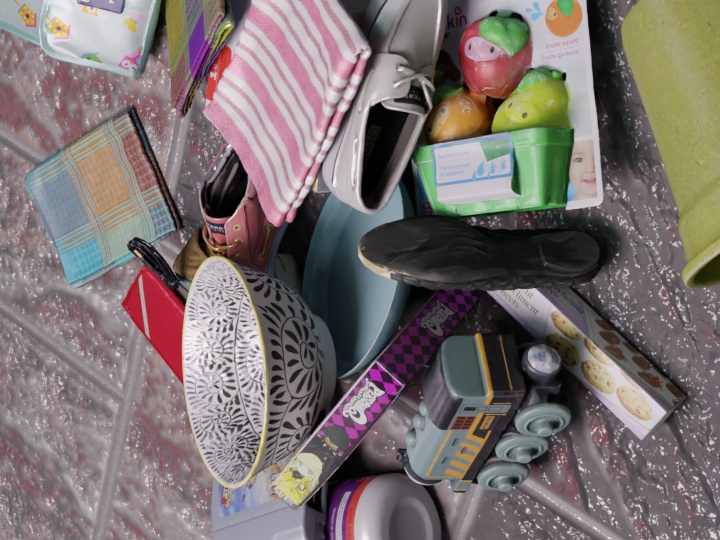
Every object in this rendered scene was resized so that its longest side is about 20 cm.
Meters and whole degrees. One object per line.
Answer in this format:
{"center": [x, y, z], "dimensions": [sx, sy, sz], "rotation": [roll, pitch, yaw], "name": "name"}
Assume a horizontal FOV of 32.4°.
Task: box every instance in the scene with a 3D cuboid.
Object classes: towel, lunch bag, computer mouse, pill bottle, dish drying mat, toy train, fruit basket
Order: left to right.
{"center": [-0.278, -0.303, 1.230], "dimensions": [0.200, 0.122, 0.171], "rotation": [31, 120, 19], "name": "lunch bag"}
{"center": [-0.288, -0.076, 1.369], "dimensions": [0.200, 0.022, 0.147], "rotation": [-24, 89, 39], "name": "towel"}
{"center": [-0.187, 0.088, 1.342], "dimensions": [0.200, 0.018, 0.077], "rotation": [49, 126, 15], "name": "dish drying mat"}
{"center": [-0.149, -0.242, 1.139], "dimensions": [0.200, 0.023, 0.144], "rotation": [136, 132, -62], "name": "towel"}
{"center": [-0.162, 0.043, 1.244], "dimensions": [0.200, 0.034, 0.059], "rotation": [43, 163, -13], "name": "computer mouse"}
{"center": [-0.064, -0.154, 1.014], "dimensions": [0.147, 0.030, 0.200], "rotation": [58, 138, 30], "name": "towel"}
{"center": [-0.027, 0.262, 1.211], "dimensions": [0.200, 0.112, 0.113], "rotation": [-15, 94, 39], "name": "pill bottle"}
{"center": [0.099, 0.123, 1.041], "dimensions": [0.200, 0.114, 0.085], "rotation": [111, 158, -53], "name": "toy train"}
{"center": [0.104, -0.142, 1.002], "dimensions": [0.185, 0.094, 0.201], "rotation": [-4, 97, 39], "name": "fruit basket"}

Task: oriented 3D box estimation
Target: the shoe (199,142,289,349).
{"center": [-0.122, -0.024, 1.161], "dimensions": [0.071, 0.091, 0.201], "rotation": [19, 88, 33], "name": "shoe"}

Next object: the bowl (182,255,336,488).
{"center": [-0.081, 0.086, 1.091], "dimensions": [0.201, 0.094, 0.201], "rotation": [10, 101, 63], "name": "bowl"}

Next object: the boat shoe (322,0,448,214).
{"center": [0.027, -0.141, 0.977], "dimensions": [0.066, 0.072, 0.200], "rotation": [41, 112, 53], "name": "boat shoe"}

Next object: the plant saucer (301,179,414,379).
{"center": [0.000, 0.000, 1.108], "dimensions": [0.200, 0.027, 0.201], "rotation": [-40, 43, 53], "name": "plant saucer"}

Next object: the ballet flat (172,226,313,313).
{"center": [-0.104, 0.007, 1.233], "dimensions": [0.200, 0.068, 0.073], "rotation": [26, 103, 34], "name": "ballet flat"}

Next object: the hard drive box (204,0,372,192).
{"center": [-0.050, -0.176, 1.083], "dimensions": [0.200, 0.077, 0.156], "rotation": [35, 124, 47], "name": "hard drive box"}

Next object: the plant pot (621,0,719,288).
{"center": [0.272, -0.114, 0.834], "dimensions": [0.200, 0.200, 0.185], "rotation": [-35, 71, 39], "name": "plant pot"}

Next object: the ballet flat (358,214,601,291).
{"center": [0.097, -0.005, 1.003], "dimensions": [0.057, 0.199, 0.067], "rotation": [101, 171, -61], "name": "ballet flat"}

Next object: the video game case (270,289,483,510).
{"center": [0.020, 0.096, 1.068], "dimensions": [0.036, 0.200, 0.181], "rotation": [41, 126, 4], "name": "video game case"}

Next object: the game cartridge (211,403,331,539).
{"center": [-0.088, 0.191, 1.207], "dimensions": [0.133, 0.042, 0.200], "rotation": [-22, 50, 31], "name": "game cartridge"}

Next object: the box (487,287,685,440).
{"center": [0.180, 0.055, 1.035], "dimensions": [0.200, 0.039, 0.041], "rotation": [46, 129, 18], "name": "box"}
